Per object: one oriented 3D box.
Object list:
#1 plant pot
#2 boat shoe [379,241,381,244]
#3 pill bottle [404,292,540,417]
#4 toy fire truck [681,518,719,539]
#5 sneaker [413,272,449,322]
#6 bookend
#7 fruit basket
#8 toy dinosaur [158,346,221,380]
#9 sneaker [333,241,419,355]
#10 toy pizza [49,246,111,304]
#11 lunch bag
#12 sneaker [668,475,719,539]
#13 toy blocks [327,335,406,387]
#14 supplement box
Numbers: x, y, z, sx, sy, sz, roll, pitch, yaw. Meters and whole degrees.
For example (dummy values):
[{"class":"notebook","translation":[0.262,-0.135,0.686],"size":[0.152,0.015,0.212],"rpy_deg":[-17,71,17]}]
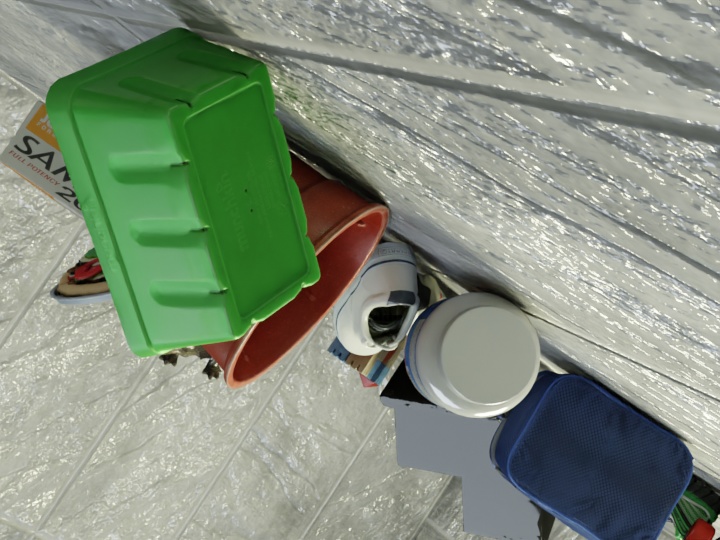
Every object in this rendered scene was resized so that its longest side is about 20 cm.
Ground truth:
[{"class":"plant pot","translation":[-0.112,-0.040,0.967],"size":[0.195,0.201,0.201],"rpy_deg":[42,177,11]},{"class":"boat shoe","translation":[0.000,0.000,1.185],"size":[0.066,0.074,0.200],"rpy_deg":[28,172,39]},{"class":"pill bottle","translation":[0.103,0.076,1.033],"size":[0.112,0.113,0.200],"rpy_deg":[34,175,-1]},{"class":"toy fire truck","translation":[0.422,0.364,1.343],"size":[0.112,0.201,0.168],"rpy_deg":[33,-158,17]},{"class":"sneaker","translation":[0.100,0.055,1.227],"size":[0.093,0.071,0.200],"rpy_deg":[8,162,8]},{"class":"bookend","translation":[0.136,0.226,1.372],"size":[0.197,0.201,0.092],"rpy_deg":[6,-152,21]},{"class":"fruit basket","translation":[-0.138,-0.059,0.792],"size":[0.215,0.155,0.217],"rpy_deg":[24,131,30]},{"class":"toy dinosaur","translation":[-0.143,0.037,1.088],"size":[0.077,0.102,0.200],"rpy_deg":[29,-141,-8]},{"class":"sneaker","translation":[0.013,0.049,1.133],"size":[0.073,0.071,0.200],"rpy_deg":[1,151,-7]},{"class":"toy pizza","translation":[-0.211,-0.015,1.115],"size":[0.200,0.199,0.032],"rpy_deg":[-158,50,-69]},{"class":"lunch bag","translation":[0.229,0.194,1.185],"size":[0.199,0.136,0.132],"rpy_deg":[34,175,1]},{"class":"sneaker","translation":[0.351,0.268,1.418],"size":[0.200,0.085,0.078],"rpy_deg":[32,175,38]},{"class":"toy blocks","translation":[0.019,0.066,1.355],"size":[0.100,0.137,0.200],"rpy_deg":[32,175,19]},{"class":"supplement box","translation":[-0.282,-0.093,1.170],"size":[0.126,0.074,0.200],"rpy_deg":[34,175,-1]}]
